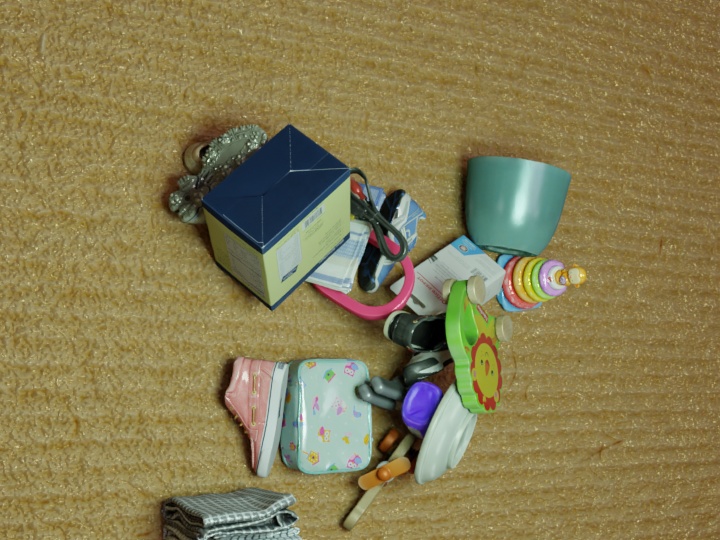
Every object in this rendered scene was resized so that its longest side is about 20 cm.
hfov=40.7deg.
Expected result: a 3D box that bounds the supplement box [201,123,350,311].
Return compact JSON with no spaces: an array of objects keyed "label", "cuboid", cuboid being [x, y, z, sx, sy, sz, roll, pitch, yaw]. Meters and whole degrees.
[{"label":"supplement box","cuboid":[-0.128,-0.082,1.554,0.134,0.200,0.200,38,66,19]}]

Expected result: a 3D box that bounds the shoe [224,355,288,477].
[{"label":"shoe","cuboid":[-0.178,0.240,1.606,0.090,0.071,0.201,10,103,6]}]

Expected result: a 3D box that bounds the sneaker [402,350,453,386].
[{"label":"sneaker","cuboid":[0.118,0.150,1.759,0.080,0.073,0.200,65,26,1]}]

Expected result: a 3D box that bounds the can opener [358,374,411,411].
[{"label":"can opener","cuboid":[0.052,0.214,1.711,0.067,0.053,0.200,59,15,23]}]

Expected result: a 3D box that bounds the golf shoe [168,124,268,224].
[{"label":"golf shoe","cuboid":[-0.218,-0.153,1.569,0.200,0.097,0.078,-41,67,10]}]

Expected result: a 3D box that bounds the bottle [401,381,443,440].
[{"label":"bottle","cuboid":[0.120,0.258,1.716,0.065,0.200,0.084,19,75,18]}]

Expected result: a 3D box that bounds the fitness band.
[{"label":"fitness band","cuboid":[0.000,0.000,1.682,0.199,0.037,0.144,31,79,17]}]

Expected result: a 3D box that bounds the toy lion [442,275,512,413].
[{"label":"toy lion","cuboid":[0.194,0.136,1.643,0.200,0.068,0.193,51,43,-42]}]

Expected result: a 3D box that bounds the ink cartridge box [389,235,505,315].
[{"label":"ink cartridge box","cuboid":[0.156,0.035,1.788,0.200,0.068,0.116,-33,61,-29]}]

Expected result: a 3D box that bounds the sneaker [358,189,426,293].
[{"label":"sneaker","cuboid":[0.061,-0.046,1.763,0.077,0.076,0.201,32,75,-27]}]

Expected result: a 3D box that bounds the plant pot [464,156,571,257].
[{"label":"plant pot","cuboid":[0.288,-0.114,1.842,0.200,0.200,0.162,12,86,-29]}]

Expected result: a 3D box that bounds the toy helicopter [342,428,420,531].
[{"label":"toy helicopter","cuboid":[0.035,0.371,1.693,0.079,0.132,0.200,36,85,7]}]

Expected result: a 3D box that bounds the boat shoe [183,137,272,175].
[{"label":"boat shoe","cuboid":[-0.194,-0.190,1.629,0.199,0.064,0.072,-9,90,-31]}]

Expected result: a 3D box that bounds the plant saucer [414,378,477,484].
[{"label":"plant saucer","cuboid":[0.157,0.282,1.664,0.050,0.200,0.201,23,68,18]}]

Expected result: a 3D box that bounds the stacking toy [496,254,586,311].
[{"label":"stacking toy","cuboid":[0.358,0.017,1.863,0.109,0.200,0.117,-5,89,-31]}]

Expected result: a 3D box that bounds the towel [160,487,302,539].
[{"label":"towel","cuboid":[-0.201,0.385,1.498,0.165,0.200,0.086,2,84,-32]}]

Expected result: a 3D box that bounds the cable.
[{"label":"cable","cuboid":[0.017,-0.098,1.644,0.200,0.050,0.097,38,96,17]}]

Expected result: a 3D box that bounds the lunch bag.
[{"label":"lunch bag","cuboid":[-0.055,0.252,1.668,0.160,0.077,0.201,2,85,-32]}]

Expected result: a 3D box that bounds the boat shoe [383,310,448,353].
[{"label":"boat shoe","cuboid":[0.126,0.110,1.659,0.201,0.063,0.074,9,100,-48]}]

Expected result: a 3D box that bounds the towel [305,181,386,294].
[{"label":"towel","cuboid":[-0.050,-0.067,1.681,0.024,0.146,0.201,61,47,-64]}]
